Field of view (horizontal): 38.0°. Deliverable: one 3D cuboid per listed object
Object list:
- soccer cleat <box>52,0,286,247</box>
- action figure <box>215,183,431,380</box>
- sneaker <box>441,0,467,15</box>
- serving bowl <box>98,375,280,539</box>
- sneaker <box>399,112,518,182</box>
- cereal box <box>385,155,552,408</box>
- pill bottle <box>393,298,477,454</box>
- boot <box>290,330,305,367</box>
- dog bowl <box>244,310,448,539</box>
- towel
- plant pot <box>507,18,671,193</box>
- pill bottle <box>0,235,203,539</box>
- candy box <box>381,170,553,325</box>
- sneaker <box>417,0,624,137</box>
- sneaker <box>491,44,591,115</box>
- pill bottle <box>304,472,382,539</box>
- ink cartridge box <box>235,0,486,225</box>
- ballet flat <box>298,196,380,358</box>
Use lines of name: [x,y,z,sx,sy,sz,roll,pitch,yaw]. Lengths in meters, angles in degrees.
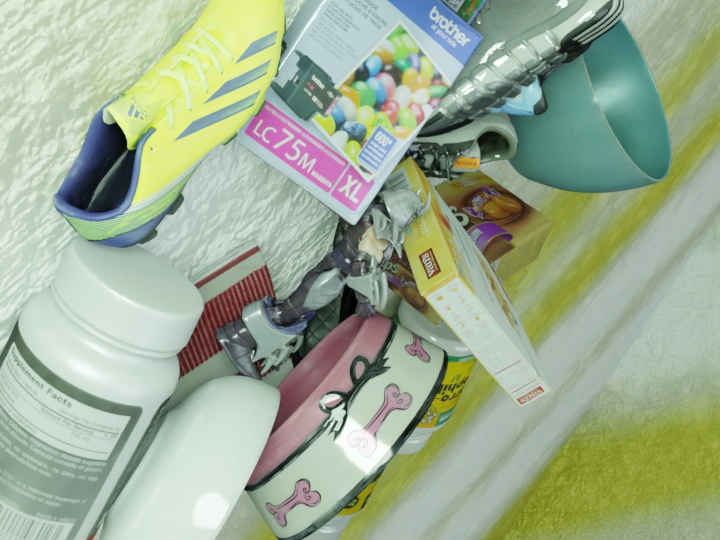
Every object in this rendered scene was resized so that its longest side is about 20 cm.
soccer cleat: [-0.115,-0.102,0.645,0.201,0.064,0.084,-55,155,4]
action figure: [-0.020,0.003,0.821,0.199,0.069,0.130,-41,-168,14]
sneaker: [0.025,-0.182,0.818,0.203,0.070,0.076,-66,-162,8]
serving bowl: [-0.138,0.158,0.770,0.201,0.065,0.200,-54,-170,13]
sneaker: [0.056,-0.112,0.918,0.198,0.080,0.074,-19,149,-27]
cereal box: [0.092,0.013,0.904,0.039,0.145,0.200,-30,136,13]
pill bottle: [0.074,0.126,1.277,0.112,0.112,0.202,-27,147,-46]
boot: [-0.087,0.129,1.023,0.164,0.073,0.198,-55,150,-2]
dog bowl: [-0.023,0.114,0.832,0.200,0.074,0.200,-47,-173,8]
towel: [-0.121,0.090,0.881,0.143,0.023,0.203,-34,130,-31]
plant pot: [0.216,-0.163,1.082,0.133,0.203,0.199,-22,176,34]
pill bottle: [-0.191,0.085,0.701,0.202,0.113,0.113,-59,156,15]
candy box: [0.101,-0.031,1.102,0.199,0.116,0.057,-27,147,-45]
sneaker: [0.101,-0.199,0.836,0.198,0.117,0.075,-31,170,19]
sneaker: [0.166,-0.219,0.905,0.203,0.089,0.078,-66,158,-6]
pill bottle: [-0.026,0.213,1.208,0.114,0.114,0.202,-18,140,-54]
ink cartridge box: [0.004,-0.149,0.757,0.119,0.042,0.201,33,92,-24]
ballet flat: [0.000,0.000,0.969,0.066,0.056,0.203,42,62,-54]
